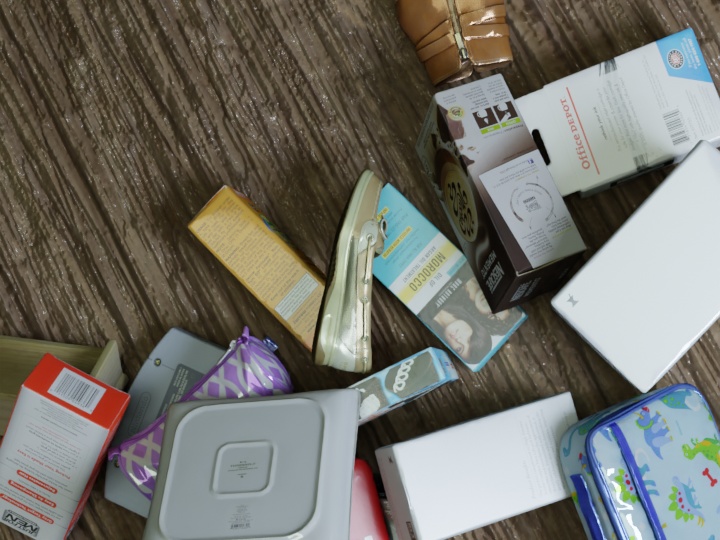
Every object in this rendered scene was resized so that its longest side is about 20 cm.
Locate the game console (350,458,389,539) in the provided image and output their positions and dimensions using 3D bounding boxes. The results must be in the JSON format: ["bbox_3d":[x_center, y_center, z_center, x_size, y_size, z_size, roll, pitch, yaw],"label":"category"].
[{"bbox_3d":[-0.061,0.306,1.221,0.171,0.119,0.202,-13,84,-20],"label":"game console"}]

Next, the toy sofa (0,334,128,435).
[{"bbox_3d":[-0.360,0.125,1.331,0.198,0.083,0.098,6,128,11],"label":"toy sofa"}]

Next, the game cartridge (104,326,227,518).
[{"bbox_3d":[-0.196,0.171,1.322,0.132,0.042,0.202,23,91,15],"label":"game cartridge"}]

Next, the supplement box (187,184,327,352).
[{"bbox_3d":[-0.089,0.000,1.297,0.200,0.067,0.069,42,94,10],"label":"supplement box"}]

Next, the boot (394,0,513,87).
[{"bbox_3d":[0.134,-0.292,1.274,0.198,0.074,0.156,-23,81,20],"label":"boot"}]

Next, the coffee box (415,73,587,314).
[{"bbox_3d":[0.135,-0.075,1.212,0.079,0.113,0.202,-19,72,-15],"label":"coffee box"}]

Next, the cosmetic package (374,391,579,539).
[{"bbox_3d":[0.123,0.194,1.200,0.198,0.074,0.103,-13,82,-18],"label":"cosmetic package"}]

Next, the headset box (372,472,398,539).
[{"bbox_3d":[0.001,0.309,1.256,0.147,0.077,0.203,0,88,11],"label":"headset box"}]

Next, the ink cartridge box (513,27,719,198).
[{"bbox_3d":[0.259,-0.150,1.241,0.198,0.068,0.117,-20,83,8],"label":"ink cartridge box"}]

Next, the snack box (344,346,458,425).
[{"bbox_3d":[-0.001,0.137,1.246,0.199,0.116,0.037,-27,80,8],"label":"snack box"}]

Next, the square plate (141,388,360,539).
[{"bbox_3d":[-0.103,0.190,1.132,0.198,0.029,0.199,-6,46,11],"label":"square plate"}]

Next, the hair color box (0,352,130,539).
[{"bbox_3d":[-0.321,0.192,1.273,0.101,0.061,0.201,28,124,-3],"label":"hair color box"}]

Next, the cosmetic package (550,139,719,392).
[{"bbox_3d":[0.289,0.001,1.159,0.123,0.200,0.200,44,95,10],"label":"cosmetic package"}]

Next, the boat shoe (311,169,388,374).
[{"bbox_3d":[0.000,0.000,1.226,0.062,0.073,0.203,13,77,-5],"label":"boat shoe"}]

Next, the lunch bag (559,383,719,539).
[{"bbox_3d":[0.287,0.223,1.173,0.159,0.082,0.202,-17,84,-24],"label":"lunch bag"}]

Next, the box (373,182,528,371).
[{"bbox_3d":[0.075,0.008,1.274,0.200,0.049,0.082,44,95,10],"label":"box"}]

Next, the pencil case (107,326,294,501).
[{"bbox_3d":[-0.159,0.151,1.255,0.200,0.084,0.086,-44,115,4],"label":"pencil case"}]
